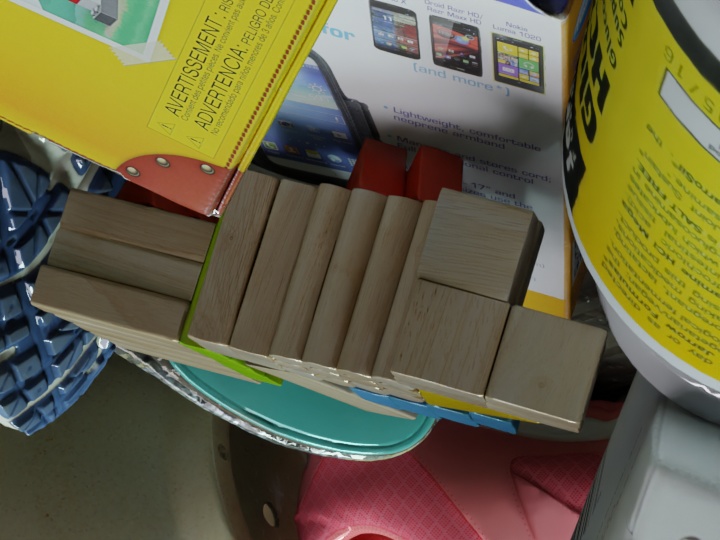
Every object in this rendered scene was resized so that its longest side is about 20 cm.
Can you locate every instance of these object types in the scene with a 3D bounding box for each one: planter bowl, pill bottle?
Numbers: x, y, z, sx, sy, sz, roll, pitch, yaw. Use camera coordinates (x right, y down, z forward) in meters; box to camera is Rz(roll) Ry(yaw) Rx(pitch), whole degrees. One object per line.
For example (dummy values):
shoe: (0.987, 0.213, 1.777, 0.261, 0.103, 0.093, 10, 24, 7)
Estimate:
planter bowl: (-0.073, 0.102, 0.991, 0.135, 0.200, 0.200, -23, 138, 24)
pill bottle: (0.100, -0.037, 0.559, 0.112, 0.112, 0.200, 19, 158, 5)

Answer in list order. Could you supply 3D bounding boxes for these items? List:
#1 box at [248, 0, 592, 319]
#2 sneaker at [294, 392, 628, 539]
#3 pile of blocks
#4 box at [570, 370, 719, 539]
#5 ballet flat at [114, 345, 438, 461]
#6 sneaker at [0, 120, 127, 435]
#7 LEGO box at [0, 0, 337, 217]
box: (0.002, -0.057, 0.709, 0.119, 0.041, 0.200, 17, 156, 11)
sneaker: (0.069, 0.085, 0.921, 0.200, 0.087, 0.074, 11, 158, 25)
pile of blocks: (0.000, 0.000, 0.722, 0.082, 0.062, 0.200, 24, 170, -42)
box: (0.107, 0.125, 0.725, 0.131, 0.199, 0.200, 20, -163, 3)
ballet flat: (-0.064, -0.004, 0.881, 0.200, 0.072, 0.072, 26, 158, -13)
sneaker: (-0.123, -0.041, 0.794, 0.085, 0.077, 0.200, 19, 138, 36)
LEGO box: (-0.057, -0.112, 0.525, 0.149, 0.077, 0.200, 26, 149, -5)
